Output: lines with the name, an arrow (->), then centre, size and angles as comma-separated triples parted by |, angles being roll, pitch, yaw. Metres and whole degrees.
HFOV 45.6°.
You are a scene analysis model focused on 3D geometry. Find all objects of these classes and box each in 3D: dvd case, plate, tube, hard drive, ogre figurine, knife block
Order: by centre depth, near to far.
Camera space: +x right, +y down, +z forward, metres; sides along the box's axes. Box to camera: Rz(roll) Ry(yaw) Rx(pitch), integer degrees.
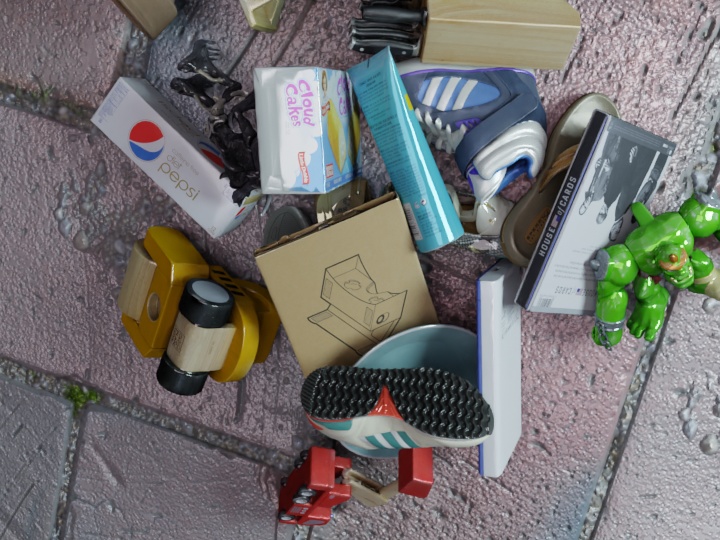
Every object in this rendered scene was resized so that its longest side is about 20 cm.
knife block -> 0.092, -0.241, 0.848 | 0.175, 0.064, 0.200 | -41, 73, -21
tube -> 0.045, -0.120, 0.872 | 0.077, 0.050, 0.204 | -13, 103, 51
dvd case -> 0.242, -0.050, 0.875 | 0.025, 0.148, 0.204 | 33, 109, 40
ogre figurine -> 0.315, -0.005, 0.882 | 0.197, 0.100, 0.120 | -20, 131, 27
hard drive -> 0.150, 0.099, 0.922 | 0.025, 0.132, 0.205 | 2, 101, 21
plate -> 0.057, 0.133, 0.958 | 0.196, 0.026, 0.203 | -11, 130, -13

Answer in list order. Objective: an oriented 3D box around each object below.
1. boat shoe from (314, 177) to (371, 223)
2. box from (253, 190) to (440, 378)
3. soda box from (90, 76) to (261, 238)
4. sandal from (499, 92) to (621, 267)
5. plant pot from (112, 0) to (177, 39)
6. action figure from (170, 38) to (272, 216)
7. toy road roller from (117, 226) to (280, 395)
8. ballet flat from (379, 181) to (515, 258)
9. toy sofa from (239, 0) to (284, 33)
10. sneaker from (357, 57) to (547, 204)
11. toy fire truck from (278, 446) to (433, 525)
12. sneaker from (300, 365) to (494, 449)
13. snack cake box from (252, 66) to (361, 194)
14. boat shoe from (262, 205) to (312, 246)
boat shoe -> 0.000, 0.000, 0.965 | 0.061, 0.073, 0.205 | -12, 98, 16
box -> -0.005, 0.034, 0.911 | 0.160, 0.021, 0.203 | -22, 120, -4
soda box -> -0.209, -0.131, 0.985 | 0.200, 0.068, 0.064 | 44, 106, 1
sandal -> 0.217, -0.092, 0.889 | 0.080, 0.054, 0.202 | 35, 83, -11
plant pot -> -0.228, -0.378, 0.898 | 0.175, 0.200, 0.200 | -45, 90, -3
action figure -> -0.123, -0.155, 0.921 | 0.202, 0.101, 0.120 | 55, 145, 20
toy road roller -> -0.182, 0.047, 1.002 | 0.200, 0.144, 0.125 | 42, 117, 39
ballet flat -> 0.111, -0.061, 0.926 | 0.196, 0.072, 0.074 | 11, 103, 11
toy sofa -> -0.046, -0.341, 0.904 | 0.197, 0.083, 0.099 | -23, 97, 15
sneaker -> 0.095, -0.139, 0.888 | 0.195, 0.081, 0.150 | -5, 67, 7
toy fire truck -> -0.010, 0.249, 0.990 | 0.138, 0.050, 0.201 | 12, 144, -15
sneaker -> 0.037, 0.148, 0.881 | 0.195, 0.094, 0.072 | 6, 61, 3
snack cake box -> -0.048, -0.147, 0.881 | 0.065, 0.200, 0.118 | 0, 101, 11
boat shoe -> -0.055, 0.025, 0.993 | 0.073, 0.065, 0.206 | -20, 91, 26
